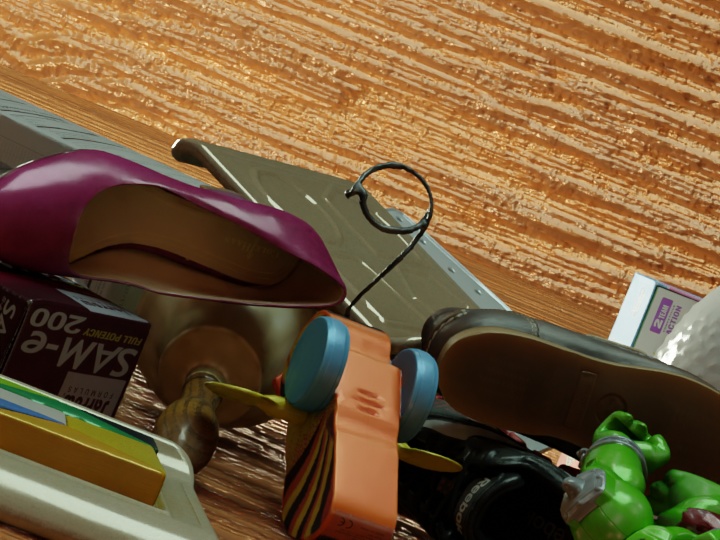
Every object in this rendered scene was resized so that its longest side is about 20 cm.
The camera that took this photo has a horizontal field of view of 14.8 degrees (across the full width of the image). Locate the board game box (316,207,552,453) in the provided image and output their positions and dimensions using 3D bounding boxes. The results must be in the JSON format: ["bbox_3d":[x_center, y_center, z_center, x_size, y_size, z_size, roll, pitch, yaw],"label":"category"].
[{"bbox_3d":[0.042,0.043,1.651,0.200,0.026,0.200,43,23,17],"label":"board game box"}]

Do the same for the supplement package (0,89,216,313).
[{"bbox_3d":[-0.194,-0.034,1.666,0.200,0.114,0.110,26,7,27],"label":"supplement package"}]

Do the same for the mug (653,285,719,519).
[{"bbox_3d":[0.268,0.112,1.783,0.200,0.175,0.148,24,6,16],"label":"mug"}]

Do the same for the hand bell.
[{"bbox_3d":[-0.082,0.067,1.420,0.104,0.104,0.200,22,18,-2],"label":"hand bell"}]

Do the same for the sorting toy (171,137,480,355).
[{"bbox_3d":[0.000,0.000,1.582,0.200,0.036,0.185,42,14,27],"label":"sorting toy"}]

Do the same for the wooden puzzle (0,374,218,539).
[{"bbox_3d":[-0.151,0.070,1.209,0.185,0.037,0.200,22,5,-8],"label":"wooden puzzle"}]

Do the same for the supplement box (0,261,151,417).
[{"bbox_3d":[-0.219,0.009,1.422,0.200,0.061,0.109,27,6,30],"label":"supplement box"}]

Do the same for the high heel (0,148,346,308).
[{"bbox_3d":[-0.099,-0.014,1.399,0.200,0.067,0.096,-4,28,-44],"label":"high heel"}]

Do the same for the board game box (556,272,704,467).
[{"bbox_3d":[0.254,0.106,1.923,0.200,0.153,0.040,21,4,-19],"label":"board game box"}]

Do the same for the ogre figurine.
[{"bbox_3d":[0.162,0.150,1.333,0.120,0.098,0.200,4,63,-59],"label":"ogre figurine"}]

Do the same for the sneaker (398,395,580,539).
[{"bbox_3d":[0.057,0.113,1.453,0.200,0.071,0.098,27,4,28],"label":"sneaker"}]

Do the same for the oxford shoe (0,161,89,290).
[{"bbox_3d":[-0.178,-0.009,1.527,0.073,0.071,0.200,2,34,-39],"label":"oxford shoe"}]

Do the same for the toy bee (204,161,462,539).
[{"bbox_3d":[-0.005,0.064,1.380,0.131,0.200,0.109,37,-39,-6],"label":"toy bee"}]

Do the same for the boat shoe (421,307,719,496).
[{"bbox_3d":[0.125,0.067,1.457,0.200,0.070,0.070,25,9,-15],"label":"boat shoe"}]
